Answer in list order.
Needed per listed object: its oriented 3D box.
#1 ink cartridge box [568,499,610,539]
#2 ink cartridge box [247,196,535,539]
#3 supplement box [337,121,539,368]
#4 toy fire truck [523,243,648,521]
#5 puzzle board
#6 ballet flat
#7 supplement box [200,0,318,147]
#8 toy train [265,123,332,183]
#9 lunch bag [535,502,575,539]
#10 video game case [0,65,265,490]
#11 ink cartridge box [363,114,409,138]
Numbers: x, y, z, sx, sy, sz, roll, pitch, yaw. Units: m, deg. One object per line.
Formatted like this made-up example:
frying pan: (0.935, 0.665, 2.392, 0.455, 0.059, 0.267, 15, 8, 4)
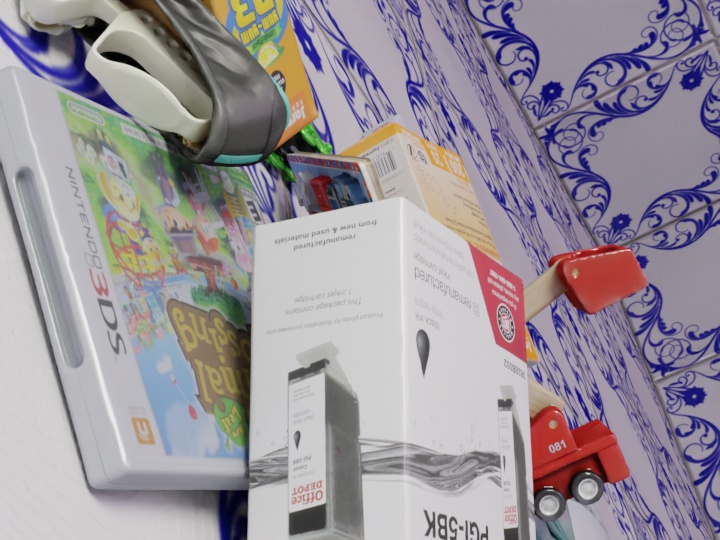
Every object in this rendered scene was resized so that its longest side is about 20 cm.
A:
ink cartridge box: (0.193, 0.252, 1.170, 0.163, 0.057, 0.200, -101, 164, -46)
ink cartridge box: (0.019, 0.087, 0.594, 0.147, 0.083, 0.201, 28, 56, -56)
supplement box: (0.060, -0.007, 1.037, 0.126, 0.073, 0.201, 16, 51, -59)
toy fire truck: (0.094, 0.081, 0.782, 0.049, 0.199, 0.141, -119, -175, -84)
puzzle board: (0.000, 0.000, 0.798, 0.200, 0.017, 0.151, -155, -136, -74)
ballet flat: (-0.117, -0.126, 0.620, 0.200, 0.068, 0.068, 44, 41, 12)
supplement box: (-0.087, -0.159, 0.682, 0.067, 0.069, 0.201, -46, 130, -46)
toy train: (-0.076, -0.118, 0.855, 0.056, 0.042, 0.200, 61, 10, 31)
lunch bag: (0.093, 0.151, 0.915, 0.200, 0.077, 0.161, 54, 17, -37)
video game case: (-0.082, 0.013, 0.592, 0.200, 0.022, 0.183, 21, 46, -64)
ink cartridge box: (0.061, -0.037, 1.194, 0.162, 0.050, 0.200, 56, 13, -27)
